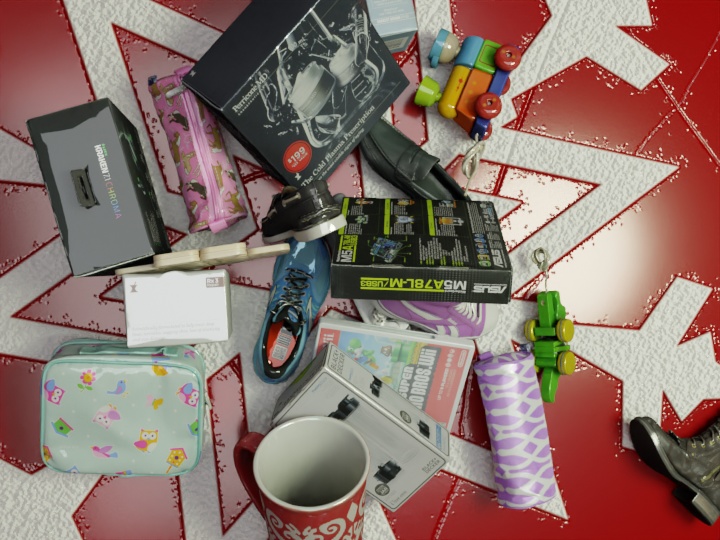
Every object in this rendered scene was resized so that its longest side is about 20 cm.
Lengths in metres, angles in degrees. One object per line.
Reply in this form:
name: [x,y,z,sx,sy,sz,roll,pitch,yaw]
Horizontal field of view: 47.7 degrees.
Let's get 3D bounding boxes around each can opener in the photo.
can opener: [0.000,0.000,1.042,0.052,0.066,0.202,-26,85,-3]

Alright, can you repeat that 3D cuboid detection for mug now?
mug: [-0.062,0.280,0.977,0.132,0.178,0.202,-17,128,-21]

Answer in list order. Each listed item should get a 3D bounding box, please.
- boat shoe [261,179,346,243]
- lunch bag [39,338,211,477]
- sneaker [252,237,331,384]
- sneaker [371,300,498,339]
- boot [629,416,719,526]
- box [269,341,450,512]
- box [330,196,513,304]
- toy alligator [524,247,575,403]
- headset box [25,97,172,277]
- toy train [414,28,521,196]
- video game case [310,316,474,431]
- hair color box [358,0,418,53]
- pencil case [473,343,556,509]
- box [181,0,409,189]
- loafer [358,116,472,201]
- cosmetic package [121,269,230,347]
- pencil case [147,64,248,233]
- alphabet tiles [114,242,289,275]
boat shoe: [-0.076,-0.069,0.944,0.073,0.200,0.061,-23,99,-17]
lunch bag: [-0.280,0.161,0.984,0.197,0.077,0.163,3,103,-8]
sneaker: [-0.080,0.047,1.012,0.077,0.090,0.203,14,87,-7]
sneaker: [0.120,0.038,0.995,0.198,0.114,0.074,12,69,-36]
boot: [0.473,0.223,1.097,0.174,0.069,0.200,-43,102,-8]
box: [0.002,0.194,1.006,0.199,0.060,0.117,36,115,-12]
box: [0.066,-0.028,0.923,0.190,0.201,0.048,-1,116,2]
toy alligator: [0.254,0.071,1.074,0.054,0.059,0.203,-2,89,-48]
headset box: [-0.291,-0.086,0.933,0.091,0.200,0.177,-16,93,-7]
toy train: [0.118,-0.206,1.031,0.114,0.085,0.202,22,77,5]
video game case: [0.033,0.137,1.032,0.197,0.018,0.145,9,117,-6]
hair color box: [0.017,-0.382,1.018,0.060,0.099,0.203,-12,92,-6]
pencil case: [0.195,0.201,1.048,0.083,0.085,0.203,-9,90,-31]
box: [-0.071,-0.221,0.960,0.201,0.104,0.182,-49,137,-3]
loafer: [0.073,-0.129,1.033,0.201,0.070,0.068,47,52,-7]
cosmetic package: [-0.205,0.041,0.943,0.111,0.200,0.083,-3,90,-6]
pencil case: [-0.197,-0.145,0.997,0.082,0.086,0.203,-13,94,29]
alphabet tiles: [-0.179,-0.014,0.946,0.193,0.200,0.015,-9,89,-6]
